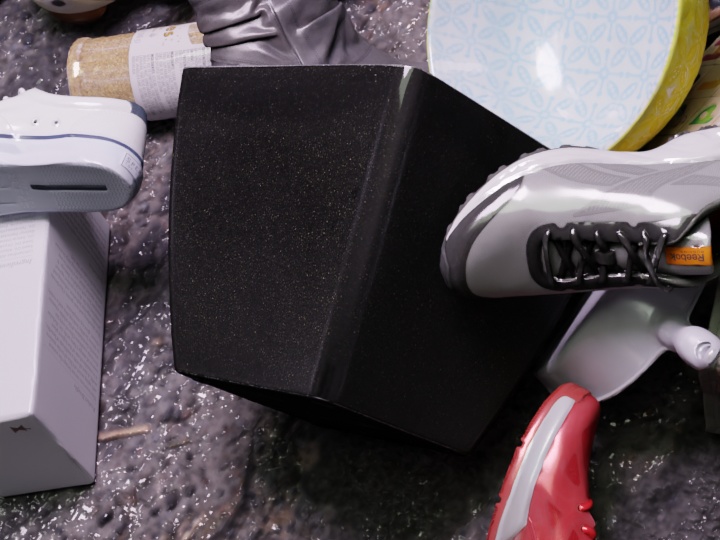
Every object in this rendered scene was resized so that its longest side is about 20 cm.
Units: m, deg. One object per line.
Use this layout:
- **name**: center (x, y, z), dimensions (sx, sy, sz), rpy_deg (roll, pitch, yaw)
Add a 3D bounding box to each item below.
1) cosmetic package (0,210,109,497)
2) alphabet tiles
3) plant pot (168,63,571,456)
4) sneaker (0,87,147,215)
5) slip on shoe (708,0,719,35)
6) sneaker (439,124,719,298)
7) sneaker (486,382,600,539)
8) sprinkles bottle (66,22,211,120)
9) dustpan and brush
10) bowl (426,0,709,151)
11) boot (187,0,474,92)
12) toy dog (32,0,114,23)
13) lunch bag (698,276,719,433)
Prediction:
- **cosmetic package**: center (-0.219, 0.033, 1.086), dimensions (0.070, 0.102, 0.202), rpy_deg (-10, 56, 12)
- **alphabet tiles**: center (0.203, -0.093, 1.007), dimensions (0.167, 0.006, 0.200), rpy_deg (-46, 15, -12)
- **plant pot**: center (0.000, 0.000, 0.965), dimensions (0.198, 0.199, 0.180), rpy_deg (6, 75, 45)
- **sneaker**: center (-0.229, -0.079, 1.062), dimensions (0.197, 0.073, 0.071), rpy_deg (5, 51, 10)
- **slip on shoe**: center (0.222, -0.192, 1.113), dimensions (0.198, 0.060, 0.077), rpy_deg (-21, 85, 24)
- **sneaker**: center (0.138, -0.022, 0.867), dimensions (0.198, 0.075, 0.080), rpy_deg (-13, 36, 2)
- **sneaker**: center (0.124, 0.172, 0.912), dimensions (0.114, 0.078, 0.202), rpy_deg (18, 85, 16)
- **sprinkles bottle**: center (-0.108, -0.145, 1.179), dimensions (0.197, 0.068, 0.069), rpy_deg (-6, 58, 14)
- **dustpan and brush**: center (0.162, 0.026, 0.922), dimensions (0.057, 0.200, 0.140), rpy_deg (36, 93, 1)
- **bowl**: center (0.148, -0.153, 1.047), dimensions (0.199, 0.107, 0.203), rpy_deg (-4, 85, 45)
- **boot**: center (-0.013, -0.157, 1.093), dimensions (0.198, 0.070, 0.133), rpy_deg (-13, 98, -19)
- **toy dog**: center (-0.180, -0.278, 1.245), dimensions (0.199, 0.140, 0.194), rpy_deg (-39, 43, -9)
- **lunch bag**: center (0.289, 0.001, 0.935), dimensions (0.162, 0.118, 0.202), rpy_deg (10, 67, 19)
